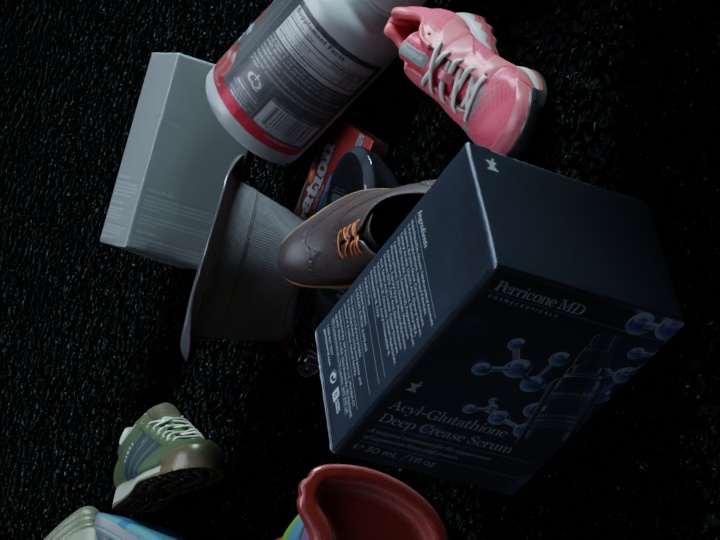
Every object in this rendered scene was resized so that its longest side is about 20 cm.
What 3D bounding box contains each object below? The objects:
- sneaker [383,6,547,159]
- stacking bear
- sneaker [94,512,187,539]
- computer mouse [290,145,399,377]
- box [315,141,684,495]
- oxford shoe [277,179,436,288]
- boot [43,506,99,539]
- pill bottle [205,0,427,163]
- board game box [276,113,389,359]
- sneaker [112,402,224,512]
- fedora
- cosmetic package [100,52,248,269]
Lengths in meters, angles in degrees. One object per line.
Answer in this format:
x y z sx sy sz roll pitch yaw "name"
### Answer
0.071 -0.143 1.355 0.074 0.086 0.200 -64 28 20 "sneaker"
-0.020 0.220 1.312 0.200 0.112 0.123 141 130 -64 "stacking bear"
-0.210 0.300 1.663 0.200 0.079 0.132 8 81 64 "sneaker"
0.000 0.000 1.462 0.138 0.052 0.202 -143 61 -63 "computer mouse"
0.085 0.037 1.163 0.200 0.147 0.108 -52 35 38 "box"
0.006 -0.031 1.356 0.199 0.072 0.072 -19 82 34 "oxford shoe"
-0.302 0.355 1.818 0.201 0.072 0.155 -59 31 18 "boot"
-0.034 -0.195 1.543 0.200 0.110 0.111 -43 38 27 "pill bottle"
-0.036 -0.032 1.575 0.202 0.019 0.103 -69 26 10 "board game box"
-0.186 0.166 1.698 0.200 0.066 0.091 -34 52 57 "sneaker"
-0.091 -0.001 1.520 0.200 0.089 0.179 122 163 -71 "fedora"
-0.176 -0.108 1.791 0.090 0.106 0.202 8 81 62 "cosmetic package"
